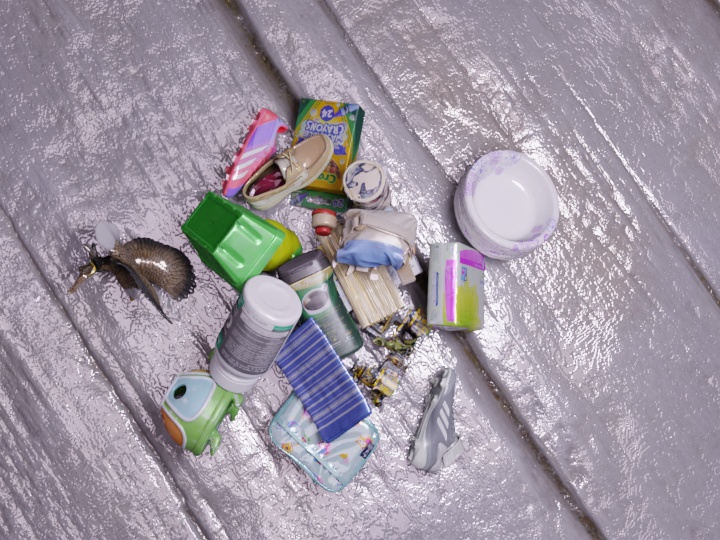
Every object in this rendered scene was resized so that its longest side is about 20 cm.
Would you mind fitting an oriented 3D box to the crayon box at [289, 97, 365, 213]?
[{"bbox_3d":[-0.071,-0.223,1.588,0.123,0.051,0.205,9,85,17],"label":"crayon box"}]

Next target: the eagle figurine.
[{"bbox_3d":[-0.417,0.008,1.532,0.195,0.151,0.155,12,74,8],"label":"eagle figurine"}]

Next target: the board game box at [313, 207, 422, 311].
[{"bbox_3d":[0.002,-0.011,1.553,0.197,0.034,0.137,-29,84,12],"label":"board game box"}]

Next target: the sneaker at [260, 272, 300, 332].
[{"bbox_3d":[-0.134,0.089,1.567,0.199,0.076,0.088,41,84,0],"label":"sneaker"}]

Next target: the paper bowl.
[{"bbox_3d":[0.275,-0.119,1.582,0.196,0.105,0.205,5,69,-14],"label":"paper bowl"}]

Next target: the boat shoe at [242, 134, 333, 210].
[{"bbox_3d":[-0.137,-0.187,1.540,0.199,0.066,0.075,-40,73,8],"label":"boat shoe"}]

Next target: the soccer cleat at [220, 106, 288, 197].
[{"bbox_3d":[-0.203,-0.220,1.574,0.075,0.066,0.203,28,65,-17],"label":"soccer cleat"}]

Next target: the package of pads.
[{"bbox_3d":[0.183,0.036,1.533,0.067,0.199,0.159,0,86,23],"label":"package of pads"}]

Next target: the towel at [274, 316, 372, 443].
[{"bbox_3d":[-0.074,0.200,1.468,0.024,0.144,0.202,-27,81,-49],"label":"towel"}]

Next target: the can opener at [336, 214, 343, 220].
[{"bbox_3d":[0.010,-0.054,1.597,0.197,0.066,0.053,29,86,3],"label":"can opener"}]

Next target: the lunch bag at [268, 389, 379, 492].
[{"bbox_3d":[-0.068,0.312,1.553,0.199,0.077,0.161,41,83,1],"label":"lunch bag"}]

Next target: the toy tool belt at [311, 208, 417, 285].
[{"bbox_3d":[0.004,-0.041,1.459,0.195,0.125,0.126,4,76,3],"label":"toy tool belt"}]

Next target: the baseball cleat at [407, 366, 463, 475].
[{"bbox_3d":[0.163,0.292,1.584,0.104,0.070,0.204,22,94,-9],"label":"baseball cleat"}]

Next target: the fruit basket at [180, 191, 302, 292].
[{"bbox_3d":[-0.208,-0.044,1.537,0.214,0.216,0.157,38,84,0],"label":"fruit basket"}]

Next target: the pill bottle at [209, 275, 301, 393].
[{"bbox_3d":[-0.191,0.117,1.458,0.112,0.114,0.202,32,122,-1],"label":"pill bottle"}]

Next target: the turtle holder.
[{"bbox_3d":[-0.288,0.238,1.512,0.130,0.141,0.188,30,89,0],"label":"turtle holder"}]

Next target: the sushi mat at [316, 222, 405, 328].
[{"bbox_3d":[0.000,0.000,1.530,0.094,0.012,0.203,-28,84,11],"label":"sushi mat"}]

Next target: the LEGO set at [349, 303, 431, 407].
[{"bbox_3d":[0.041,0.140,1.540,0.115,0.154,0.202,33,81,-1],"label":"LEGO set"}]

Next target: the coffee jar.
[{"bbox_3d":[-0.076,0.067,1.501,0.102,0.085,0.204,-23,96,-4],"label":"coffee jar"}]

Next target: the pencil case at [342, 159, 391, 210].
[{"bbox_3d":[0.013,-0.146,1.533,0.077,0.200,0.090,40,88,9],"label":"pencil case"}]
